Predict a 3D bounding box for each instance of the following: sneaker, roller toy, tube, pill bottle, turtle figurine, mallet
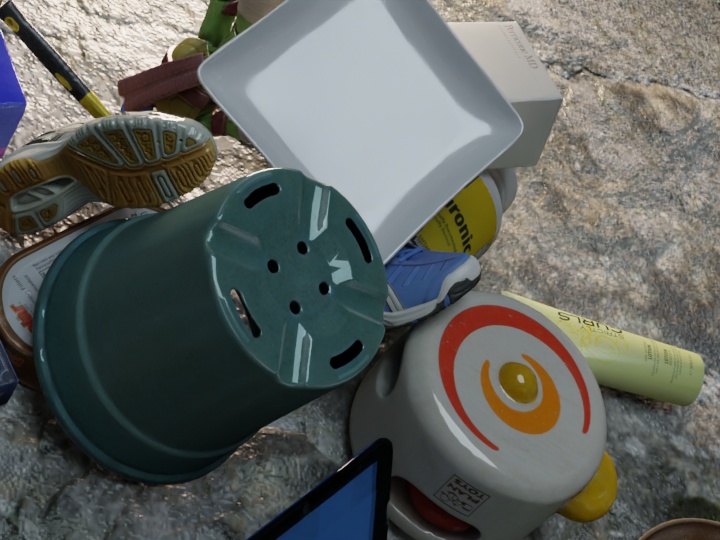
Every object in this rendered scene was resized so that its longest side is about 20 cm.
[{"bbox_3d":[-0.192,-0.091,1.062,0.088,0.197,0.076,-65,140,-54],"label":"sneaker"},{"bbox_3d":[0.095,0.119,1.107,0.180,0.140,0.202,-5,60,-34],"label":"roller toy"},{"bbox_3d":[0.217,0.076,1.282,0.197,0.053,0.058,17,9,-15],"label":"tube"},{"bbox_3d":[0.055,-0.041,1.222,0.111,0.112,0.200,44,45,5],"label":"pill bottle"},{"bbox_3d":[-0.087,-0.168,1.171,0.198,0.195,0.145,24,35,-5],"label":"turtle figurine"},{"bbox_3d":[0.000,0.000,1.095,0.076,0.198,0.078,-36,117,-54],"label":"sneaker"},{"bbox_3d":[-0.208,-0.137,1.119,0.201,0.065,0.041,54,41,-17],"label":"mallet"}]

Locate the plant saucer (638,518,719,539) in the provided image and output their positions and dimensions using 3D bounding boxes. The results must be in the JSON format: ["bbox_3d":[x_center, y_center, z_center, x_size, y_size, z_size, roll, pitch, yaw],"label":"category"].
[{"bbox_3d":[0.294,0.301,1.155,0.198,0.037,0.202,12,50,-15],"label":"plant saucer"}]

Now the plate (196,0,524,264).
[{"bbox_3d":[0.002,-0.126,1.081,0.199,0.032,0.201,-42,95,-25],"label":"plate"}]

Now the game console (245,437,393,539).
[{"bbox_3d":[-0.010,0.246,0.961,0.171,0.119,0.199,49,47,10],"label":"game console"}]

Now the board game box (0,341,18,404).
[{"bbox_3d":[-0.340,0.017,0.983,0.134,0.035,0.202,-15,66,-39],"label":"board game box"}]

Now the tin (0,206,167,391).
[{"bbox_3d":[-0.197,0.016,1.074,0.112,0.042,0.199,46,46,12],"label":"tin"}]

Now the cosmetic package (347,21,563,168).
[{"bbox_3d":[0.057,-0.146,1.191,0.197,0.082,0.114,-8,49,-22],"label":"cosmetic package"}]

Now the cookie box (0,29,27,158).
[{"bbox_3d":[-0.371,-0.181,1.083,0.169,0.075,0.202,-7,61,-35],"label":"cookie box"}]

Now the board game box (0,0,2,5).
[{"bbox_3d":[-0.357,-0.179,0.969,0.105,0.103,0.199,47,48,8],"label":"board game box"}]

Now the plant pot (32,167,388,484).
[{"bbox_3d":[-0.094,0.030,0.979,0.198,0.195,0.203,17,63,-35],"label":"plant pot"}]
